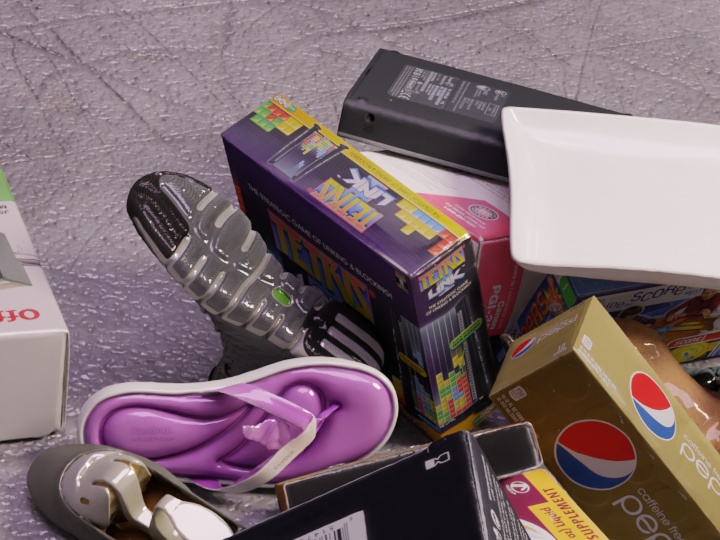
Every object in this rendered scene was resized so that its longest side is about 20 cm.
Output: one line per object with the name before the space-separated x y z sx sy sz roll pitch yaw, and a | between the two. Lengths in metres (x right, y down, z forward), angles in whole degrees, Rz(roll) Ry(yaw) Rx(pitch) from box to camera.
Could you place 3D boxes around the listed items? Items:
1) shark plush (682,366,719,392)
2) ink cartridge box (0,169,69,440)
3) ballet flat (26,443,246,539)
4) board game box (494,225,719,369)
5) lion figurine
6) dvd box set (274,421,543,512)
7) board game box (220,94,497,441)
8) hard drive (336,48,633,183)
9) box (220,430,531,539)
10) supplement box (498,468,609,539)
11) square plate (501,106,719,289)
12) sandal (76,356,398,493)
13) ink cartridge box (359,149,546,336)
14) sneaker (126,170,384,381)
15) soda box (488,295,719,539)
shark plush | 0.289 0.097 1.760 0.199 0.091 0.083 -3 -13 28
ink cartridge box | -0.282 0.023 1.708 0.145 0.084 0.200 -5 35 -20
ballet flat | -0.124 0.144 1.566 0.200 0.064 0.067 29 62 28
board game box | 0.204 0.022 1.772 0.199 0.136 0.035 -9 62 -25
lion figurine | 0.193 0.086 1.686 0.122 0.072 0.200 -38 83 -21
dvd box set | 0.023 0.120 1.539 0.146 0.030 0.200 -14 -4 -3
board game box | 0.000 0.000 1.729 0.057 0.166 0.200 -36 49 -20
hard drive | 0.094 -0.102 1.861 0.199 0.033 0.140 15 22 6
box | 0.013 0.218 1.302 0.196 0.200 0.118 -25 32 10
supplement box | 0.049 0.205 1.484 0.199 0.104 0.131 -13 39 -28
square plate | 0.191 -0.042 1.718 0.197 0.029 0.200 6 33 -3
sandal | -0.076 0.104 1.633 0.202 0.083 0.050 -7 15 -1
ink cartridge box | 0.103 -0.026 1.839 0.199 0.083 0.146 -7 30 -40
sneaker | -0.089 0.033 1.701 0.200 0.116 0.075 41 46 -1
soda box | 0.168 0.118 1.574 0.200 0.068 0.064 50 31 -15
